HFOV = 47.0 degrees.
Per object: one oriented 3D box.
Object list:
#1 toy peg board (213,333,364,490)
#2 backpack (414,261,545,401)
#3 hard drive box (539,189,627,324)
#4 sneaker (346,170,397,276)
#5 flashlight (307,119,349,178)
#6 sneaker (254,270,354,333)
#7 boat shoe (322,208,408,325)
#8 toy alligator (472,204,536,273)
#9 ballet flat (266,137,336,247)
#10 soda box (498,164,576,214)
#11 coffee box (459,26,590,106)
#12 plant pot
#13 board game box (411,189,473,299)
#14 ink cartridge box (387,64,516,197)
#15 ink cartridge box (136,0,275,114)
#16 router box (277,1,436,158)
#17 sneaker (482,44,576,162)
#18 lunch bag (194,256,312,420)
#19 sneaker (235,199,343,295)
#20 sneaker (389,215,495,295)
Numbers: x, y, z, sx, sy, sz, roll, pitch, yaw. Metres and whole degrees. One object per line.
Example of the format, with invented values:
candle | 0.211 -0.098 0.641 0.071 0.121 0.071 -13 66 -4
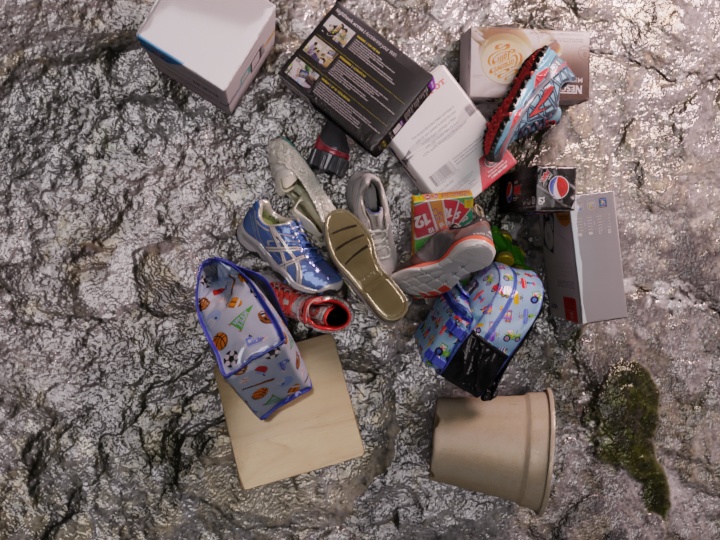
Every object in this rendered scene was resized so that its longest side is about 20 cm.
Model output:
toy peg board | -0.115 0.230 1.348 0.199 0.098 0.200 -15 78 -5
backpack | 0.192 0.073 1.300 0.134 0.183 0.201 30 105 -10
hard drive box | 0.358 -0.023 1.345 0.076 0.156 0.201 -8 92 -5
sneaker | 0.019 -0.062 1.341 0.074 0.087 0.201 -14 95 -8
flashlight | -0.026 -0.253 1.336 0.067 0.068 0.201 20 93 11
sneaker | -0.104 0.048 1.321 0.200 0.108 0.068 18 90 -6
boat shoe | 0.000 0.000 1.296 0.074 0.068 0.201 -27 79 -15
toy alligator | 0.221 -0.034 1.361 0.054 0.060 0.200 -27 127 29
ballet flat | -0.095 -0.122 1.328 0.072 0.072 0.200 -37 95 -4
soda box | 0.275 -0.124 1.309 0.063 0.200 0.071 1 92 -7
coffee box | 0.268 -0.332 1.360 0.199 0.080 0.115 1 93 -6
plant pot | 0.206 0.280 1.337 0.182 0.200 0.202 6 92 5
board game box | 0.131 -0.034 1.336 0.095 0.030 0.201 -6 127 -4
ink cartridge box | 0.132 -0.208 1.349 0.144 0.084 0.200 -38 97 -3
ink cartridge box | -0.225 -0.348 1.247 0.146 0.200 0.147 31 87 -6
router box | -0.006 -0.294 1.280 0.200 0.051 0.149 41 91 11
sneaker | 0.268 -0.245 1.285 0.095 0.079 0.201 32 89 -12
lunch bag | -0.168 0.091 1.243 0.123 0.170 0.200 -30 55 -8
sneaker | -0.109 -0.034 1.300 0.200 0.076 0.077 35 122 11
sneaker | 0.130 -0.024 1.288 0.077 0.199 0.082 36 47 -33
